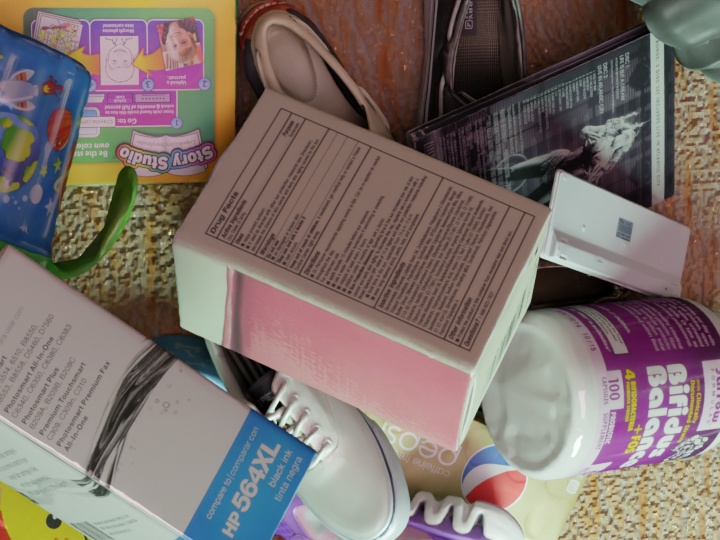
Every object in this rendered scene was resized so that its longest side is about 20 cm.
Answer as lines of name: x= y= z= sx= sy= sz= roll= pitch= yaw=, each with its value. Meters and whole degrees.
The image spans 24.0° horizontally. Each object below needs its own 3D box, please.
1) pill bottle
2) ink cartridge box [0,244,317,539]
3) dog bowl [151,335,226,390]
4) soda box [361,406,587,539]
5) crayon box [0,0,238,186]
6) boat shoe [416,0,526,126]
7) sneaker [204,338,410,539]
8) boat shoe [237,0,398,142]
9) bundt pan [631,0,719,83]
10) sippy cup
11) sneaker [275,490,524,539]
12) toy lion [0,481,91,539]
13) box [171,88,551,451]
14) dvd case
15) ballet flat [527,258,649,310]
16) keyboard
pill bottle: x=0.189 y=0.077 z=1.159 sx=0.198 sy=0.112 sz=0.114 roll=-5 pitch=106 yaw=-33
ink cartridge box: x=-0.144 y=0.084 z=0.914 sx=0.199 sy=0.146 sz=0.085 roll=36 pitch=68 yaw=-14
dog bowl: x=-0.140 y=0.145 z=1.145 sx=0.110 sy=0.050 sz=0.202 roll=22 pitch=97 yaw=-18
soda box: x=0.055 y=0.123 z=1.181 sx=0.198 sy=0.064 sz=0.068 roll=23 pitch=97 yaw=-19
crayon box: x=-0.176 y=-0.116 z=1.068 sx=0.197 sy=0.058 sz=0.120 roll=-2 pitch=104 yaw=-13
boat shoe: x=0.075 y=-0.115 z=1.122 sx=0.071 sy=0.071 sz=0.203 roll=-11 pitch=108 yaw=-12
sneaker: x=-0.045 y=0.095 z=1.093 sx=0.073 sy=0.071 sz=0.201 roll=-44 pitch=69 yaw=16
boat shoe: x=-0.014 y=-0.089 z=1.113 sx=0.071 sy=0.063 sz=0.201 roll=-35 pitch=110 yaw=-5
bundt pan: x=0.229 y=-0.206 z=1.095 sx=0.202 sy=0.203 sz=0.075 roll=42 pitch=134 yaw=-19
sippy cup: x=-0.221 y=-0.075 z=0.975 sx=0.177 sy=0.139 sz=0.132 roll=24 pitch=88 yaw=-61
sneaker: x=0.006 y=0.189 z=1.137 sx=0.198 sy=0.081 sz=0.089 roll=11 pitch=68 yaw=13
toy lion: x=-0.177 y=0.165 z=0.997 sx=0.199 sy=0.069 sz=0.193 roll=-38 pitch=103 yaw=-20
box: x=0.000 y=0.000 z=1.042 sx=0.198 sy=0.109 sz=0.129 roll=24 pitch=60 yaw=11
dvd case: x=0.125 y=-0.071 z=1.129 sx=0.198 sy=0.016 sz=0.150 roll=-25 pitch=134 yaw=-16
ballet flat: x=0.112 y=0.024 z=1.179 sx=0.198 sy=0.046 sz=0.068 roll=-19 pitch=107 yaw=-9
keyboard: x=0.175 y=-0.020 z=1.139 sx=0.199 sy=0.011 sz=0.057 roll=16 pitch=79 yaw=-54
